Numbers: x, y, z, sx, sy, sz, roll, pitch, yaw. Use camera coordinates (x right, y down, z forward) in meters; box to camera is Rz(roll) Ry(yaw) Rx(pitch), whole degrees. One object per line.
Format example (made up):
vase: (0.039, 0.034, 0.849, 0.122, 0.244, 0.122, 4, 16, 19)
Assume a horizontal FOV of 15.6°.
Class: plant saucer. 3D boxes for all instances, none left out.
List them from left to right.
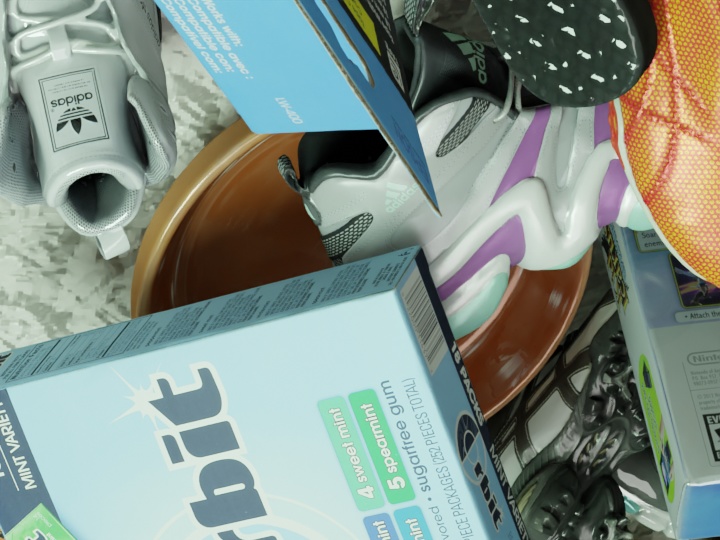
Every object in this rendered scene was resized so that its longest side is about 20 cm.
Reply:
plant saucer: (0.000, 0.000, 1.101, 0.199, 0.032, 0.201, -11, 129, -14)

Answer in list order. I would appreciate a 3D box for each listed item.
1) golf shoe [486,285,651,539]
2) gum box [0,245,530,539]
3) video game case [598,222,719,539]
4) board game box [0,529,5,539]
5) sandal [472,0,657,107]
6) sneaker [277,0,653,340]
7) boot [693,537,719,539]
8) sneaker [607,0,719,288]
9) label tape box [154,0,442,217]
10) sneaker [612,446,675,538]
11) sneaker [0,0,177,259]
golf shoe: (0.097, 0.054, 1.169, 0.078, 0.094, 0.201, 31, 90, -39)
gum box: (-0.042, 0.096, 1.035, 0.199, 0.045, 0.171, -13, 109, 23)
video game case: (0.207, 0.014, 1.077, 0.198, 0.182, 0.046, -5, 142, -6)
board game box: (-0.092, 0.157, 1.186, 0.199, 0.097, 0.160, 18, 140, 9)
sandal: (0.050, -0.152, 0.928, 0.075, 0.048, 0.201, -4, 123, 33)
sneaker: (0.061, -0.069, 1.005, 0.199, 0.078, 0.140, -35, 127, -3)
boot: (0.207, 0.153, 1.144, 0.154, 0.072, 0.201, 14, 105, -20)
sneaker: (0.133, -0.083, 0.958, 0.073, 0.077, 0.202, -18, 112, -21)
label tape box: (-0.043, -0.120, 0.843, 0.063, 0.201, 0.144, -21, 140, 14)
sneaker: (0.192, 0.080, 1.256, 0.199, 0.078, 0.092, 11, 120, -30)
sneaker: (-0.104, -0.098, 0.923, 0.074, 0.116, 0.201, -10, 141, -1)
